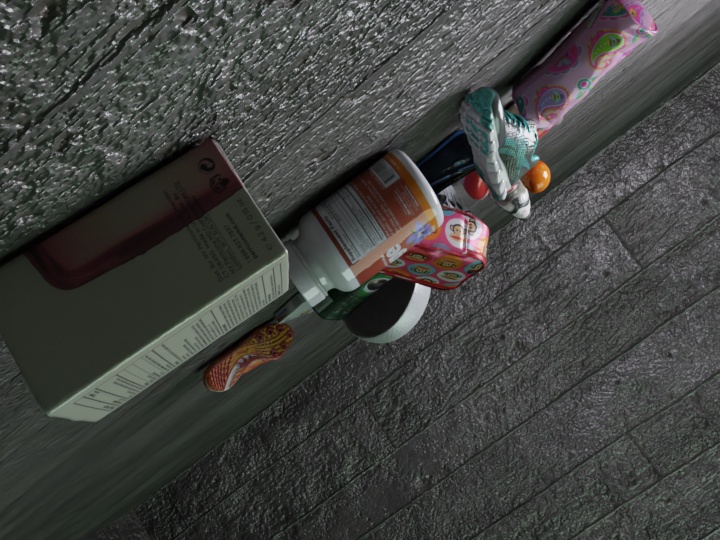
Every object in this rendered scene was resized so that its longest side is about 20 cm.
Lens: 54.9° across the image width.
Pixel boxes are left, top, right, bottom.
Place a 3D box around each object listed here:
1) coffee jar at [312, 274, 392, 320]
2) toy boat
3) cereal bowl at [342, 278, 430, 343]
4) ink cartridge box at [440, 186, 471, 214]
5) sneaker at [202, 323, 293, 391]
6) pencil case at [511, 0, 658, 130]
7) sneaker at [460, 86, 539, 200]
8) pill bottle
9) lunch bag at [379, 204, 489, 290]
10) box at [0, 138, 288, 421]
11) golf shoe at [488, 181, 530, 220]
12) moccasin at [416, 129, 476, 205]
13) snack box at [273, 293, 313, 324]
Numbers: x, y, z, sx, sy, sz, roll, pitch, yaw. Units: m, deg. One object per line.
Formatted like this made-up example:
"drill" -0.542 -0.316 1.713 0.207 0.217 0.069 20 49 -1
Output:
"coffee jar" 0.000 0.000 1.213 0.199 0.086 0.103 -40 156 26
"toy boat" 0.256 -0.182 1.122 0.199 0.132 0.130 -40 170 24
"cereal bowl" 0.057 0.041 1.276 0.083 0.203 0.199 25 126 -38
"ink cartridge box" 0.136 -0.099 1.218 0.044 0.095 0.199 -39 172 28
"sneaker" -0.219 0.158 1.333 0.198 0.074 0.077 -29 -168 -22
"pencil case" 0.289 -0.279 0.915 0.087 0.088 0.200 -26 166 -49
"sneaker" 0.191 -0.182 0.920 0.090 0.078 0.200 -35 150 0
"pill bottle" -0.004 -0.048 0.856 0.198 0.113 0.112 -36 172 -2
"lunch bag" 0.076 -0.036 1.037 0.176 0.196 0.084 135 -33 -65
"box" -0.163 0.013 0.540 0.198 0.110 0.128 -34 172 -13
"golf shoe" 0.264 -0.153 1.281 0.072 0.093 0.201 -31 -158 15
"moccasin" 0.102 -0.123 1.031 0.199 0.069 0.080 -41 170 30
"snack box" -0.095 0.059 1.377 0.072 0.024 0.199 -41 171 23
